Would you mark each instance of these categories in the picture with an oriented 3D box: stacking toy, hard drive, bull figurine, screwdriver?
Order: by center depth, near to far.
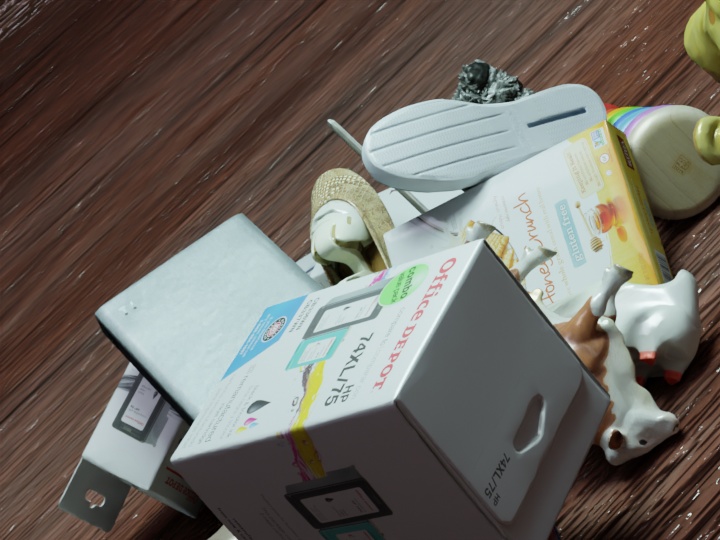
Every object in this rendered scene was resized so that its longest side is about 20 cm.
[{"bbox_3d":[0.128,0.048,1.525,0.199,0.065,0.122,20,88,33],"label":"bull figurine"},{"bbox_3d":[-0.086,0.053,1.682,0.139,0.033,0.200,-35,48,-15],"label":"hard drive"},{"bbox_3d":[0.051,-0.050,1.771,0.029,0.200,0.028,-42,-4,9],"label":"screwdriver"},{"bbox_3d":[0.215,-0.094,1.788,0.085,0.085,0.200,-39,15,-4],"label":"stacking toy"}]

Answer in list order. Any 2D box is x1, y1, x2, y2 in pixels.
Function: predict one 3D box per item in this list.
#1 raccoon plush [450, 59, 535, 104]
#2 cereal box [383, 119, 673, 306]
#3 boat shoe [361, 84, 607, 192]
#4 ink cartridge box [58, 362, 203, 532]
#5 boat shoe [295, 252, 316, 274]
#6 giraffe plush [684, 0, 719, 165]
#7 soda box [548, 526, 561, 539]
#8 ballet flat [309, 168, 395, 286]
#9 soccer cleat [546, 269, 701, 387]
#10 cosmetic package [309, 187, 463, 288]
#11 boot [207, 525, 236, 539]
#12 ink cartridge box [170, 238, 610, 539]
[{"bbox_3d":[0.092,-0.091,1.992,0.134,0.097,0.200,-54,-5,-12],"label":"raccoon plush"},{"bbox_3d":[0.122,-0.002,1.680,0.199,0.039,0.144,-27,63,24],"label":"cereal box"},{"bbox_3d":[0.092,-0.088,1.742,0.199,0.072,0.071,-9,-24,-20],"label":"boat shoe"},{"bbox_3d":[-0.146,0.118,1.797,0.068,0.116,0.201,24,82,22],"label":"ink cartridge box"},{"bbox_3d":[-0.055,0.062,1.908,0.070,0.071,0.200,20,51,33],"label":"boat shoe"},{"bbox_3d":[0.305,-0.136,1.648,0.172,0.200,0.163,-10,66,24],"label":"giraffe plush"},{"bbox_3d":[0.083,0.159,1.489,0.070,0.063,0.200,-35,22,7],"label":"soda box"},{"bbox_3d":[0.000,0.000,1.782,0.070,0.065,0.201,-40,61,25],"label":"ballet flat"},{"bbox_3d":[0.150,0.046,1.597,0.199,0.069,0.078,-9,53,38],"label":"soccer cleat"},{"bbox_3d":[0.068,-0.028,1.860,0.199,0.081,0.113,-27,22,27],"label":"cosmetic package"},{"bbox_3d":[-0.066,0.177,1.627,0.199,0.070,0.147,-8,46,20],"label":"boot"},{"bbox_3d":[0.020,0.099,1.419,0.200,0.146,0.147,-18,30,42],"label":"ink cartridge box"}]
